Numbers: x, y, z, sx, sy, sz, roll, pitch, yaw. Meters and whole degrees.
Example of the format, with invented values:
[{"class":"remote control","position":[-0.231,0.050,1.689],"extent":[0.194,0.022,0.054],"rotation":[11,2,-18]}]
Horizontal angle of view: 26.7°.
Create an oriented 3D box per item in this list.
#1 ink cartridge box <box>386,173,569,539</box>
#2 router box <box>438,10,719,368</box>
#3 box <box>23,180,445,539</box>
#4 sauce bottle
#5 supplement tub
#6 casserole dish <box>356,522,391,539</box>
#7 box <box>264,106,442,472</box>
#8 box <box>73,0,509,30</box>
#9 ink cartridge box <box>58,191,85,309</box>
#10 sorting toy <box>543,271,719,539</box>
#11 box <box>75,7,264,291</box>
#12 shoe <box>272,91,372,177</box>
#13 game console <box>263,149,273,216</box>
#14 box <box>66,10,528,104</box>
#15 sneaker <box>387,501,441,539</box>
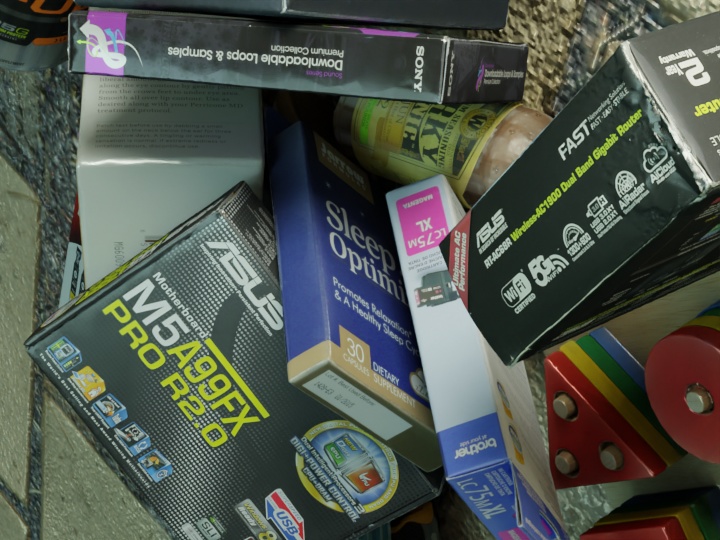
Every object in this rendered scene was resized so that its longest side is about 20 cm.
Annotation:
[{"class":"ink cartridge box","position":[0.064,0.063,0.793],"extent":[0.119,0.042,0.201],"rotation":[52,-160,-56]},{"class":"router box","position":[0.147,-0.047,0.610],"extent":[0.062,0.199,0.150],"rotation":[60,146,13]},{"class":"box","position":[-0.069,0.073,0.856],"extent":[0.160,0.044,0.201],"rotation":[-31,103,27]},{"class":"sauce bottle","position":[0.070,-0.064,0.828],"extent":[0.199,0.064,0.065],"rotation":[21,128,43]},{"class":"supplement tub","position":[-0.219,-0.238,1.047],"extent":[0.123,0.122,0.200],"rotation":[57,146,10]},{"class":"casserole dish","position":[-0.009,0.160,0.969],"extent":[0.038,0.121,0.202],"rotation":[-2,90,14]},{"class":"box","position":[0.000,0.000,0.840],"extent":[0.032,0.121,0.201],"rotation":[-31,45,24]},{"class":"box","position":[-0.038,-0.185,0.797],"extent":[0.199,0.148,0.108],"rotation":[12,102,49]},{"class":"ink cartridge box","position":[-0.145,0.053,1.107],"extent":[0.200,0.083,0.177],"rotation":[47,132,44]},{"class":"sorting toy","position":[0.176,0.102,0.786],"extent":[0.200,0.069,0.200],"rotation":[-21,94,56]},{"class":"box","position":[-0.116,-0.073,0.939],"extent":[0.201,0.105,0.153],"rotation":[-97,9,-47]},{"class":"shoe","position":[-0.016,-0.022,0.936],"extent":[0.053,0.070,0.201],"rotation":[-31,74,24]},{"class":"game console","position":[-0.008,0.031,1.028],"extent":[0.200,0.031,0.178],"rotation":[39,133,31]},{"class":"box","position":[-0.027,-0.109,0.774],"extent":[0.198,0.143,0.036],"rotation":[6,99,21]},{"class":"sneaker","position":[-0.013,0.166,1.084],"extent":[0.199,0.078,0.078],"rotation":[25,124,34]}]
